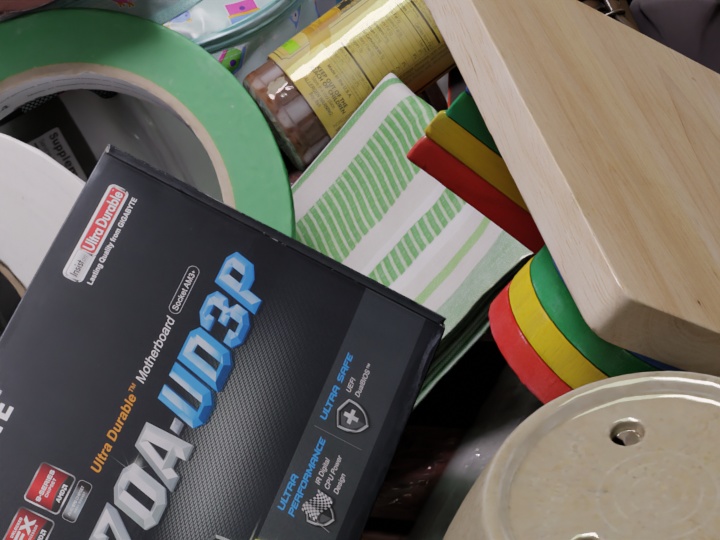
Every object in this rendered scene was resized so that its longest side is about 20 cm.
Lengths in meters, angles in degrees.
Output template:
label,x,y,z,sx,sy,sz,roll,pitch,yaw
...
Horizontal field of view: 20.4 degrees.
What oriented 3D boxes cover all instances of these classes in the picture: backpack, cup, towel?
label,x,y,z,sx,sy,sz,roll,pitch,yaw
backpack,-0.118,-0.131,1.160,0.198,0.154,0.176,-12,25,-4
cup,0.097,0.118,0.621,0.199,0.144,0.201,-8,39,6
towel,0.000,0.000,0.940,0.153,0.023,0.200,-48,30,11

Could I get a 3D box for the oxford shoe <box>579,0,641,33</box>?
label,x,y,z,sx,sy,sz,roll,pitch,yaw
oxford shoe,0.101,-0.100,0.935,0.072,0.085,0.200,-17,33,-5

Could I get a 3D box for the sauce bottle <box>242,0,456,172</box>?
label,x,y,z,sx,sy,sz,roll,pitch,yaw
sauce bottle,0.032,-0.132,1.044,0.199,0.065,0.065,-36,33,-7

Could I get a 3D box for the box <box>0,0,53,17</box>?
label,x,y,z,sx,sy,sz,roll,pitch,yaw
box,-0.163,-0.165,0.968,0.099,0.075,0.200,-20,13,-4

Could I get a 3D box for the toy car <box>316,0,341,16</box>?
label,x,y,z,sx,sy,sz,roll,pitch,yaw
toy car,-0.094,-0.259,1.296,0.183,0.201,0.177,5,38,33

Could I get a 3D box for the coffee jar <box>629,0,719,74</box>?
label,x,y,z,sx,sy,sz,roll,pitch,yaw
coffee jar,0.214,-0.137,1.019,0.085,0.105,0.200,1,30,40

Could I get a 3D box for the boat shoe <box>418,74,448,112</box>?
label,x,y,z,sx,sy,sz,roll,pitch,yaw
boat shoe,0.033,-0.138,1.154,0.066,0.074,0.200,-25,29,5

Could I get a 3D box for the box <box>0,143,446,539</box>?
label,x,y,z,sx,sy,sz,roll,pitch,yaw
box,-0.072,0.070,0.770,0.158,0.046,0.201,27,58,-4

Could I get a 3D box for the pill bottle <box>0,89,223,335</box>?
label,x,y,z,sx,sy,sz,roll,pitch,yaw
pill bottle,-0.160,-0.021,1.016,0.199,0.114,0.114,-30,32,-8

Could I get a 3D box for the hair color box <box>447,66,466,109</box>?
label,x,y,z,sx,sy,sz,roll,pitch,yaw
hair color box,0.098,-0.065,1.021,0.101,0.062,0.201,-11,32,10

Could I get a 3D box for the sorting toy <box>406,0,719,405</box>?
label,x,y,z,sx,sy,sz,roll,pitch,yaw
sorting toy,0.109,-0.010,0.747,0.070,0.198,0.201,-49,41,26

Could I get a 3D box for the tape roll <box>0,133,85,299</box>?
label,x,y,z,sx,sy,sz,roll,pitch,yaw
tape roll,-0.183,0.039,0.865,0.201,0.204,0.071,-19,-3,-1

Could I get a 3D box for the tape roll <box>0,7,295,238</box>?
label,x,y,z,sx,sy,sz,roll,pitch,yaw
tape roll,-0.130,-0.019,0.927,0.199,0.202,0.048,-18,-3,-1
